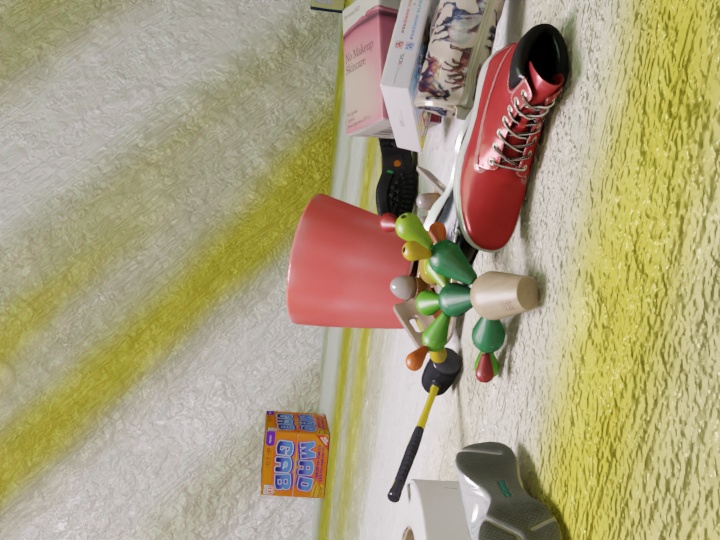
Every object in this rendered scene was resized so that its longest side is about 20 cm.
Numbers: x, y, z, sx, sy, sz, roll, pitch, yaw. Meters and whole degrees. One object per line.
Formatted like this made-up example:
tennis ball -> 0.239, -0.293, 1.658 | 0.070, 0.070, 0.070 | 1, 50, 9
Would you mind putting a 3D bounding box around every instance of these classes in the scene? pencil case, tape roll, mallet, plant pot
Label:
pencil case -> 0.116, -0.259, 0.907 | 0.089, 0.076, 0.205 | -167, 92, -73
tape roll -> 0.084, 0.342, 0.940 | 0.202, 0.069, 0.208 | -175, 90, -83
mallet -> 0.075, 0.178, 1.001 | 0.067, 0.040, 0.202 | 109, -174, -47
plant pot -> 0.000, 0.000, 1.270 | 0.200, 0.173, 0.205 | 12, -90, -79

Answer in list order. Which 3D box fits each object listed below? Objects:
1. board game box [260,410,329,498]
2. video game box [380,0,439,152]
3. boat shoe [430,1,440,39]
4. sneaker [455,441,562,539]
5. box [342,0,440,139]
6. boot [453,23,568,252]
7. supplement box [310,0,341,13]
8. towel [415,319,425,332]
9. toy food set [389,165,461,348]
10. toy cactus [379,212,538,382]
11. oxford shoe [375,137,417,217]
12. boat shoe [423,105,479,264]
board game box -> -0.209, 0.574, 2.640 | 0.200, 0.195, 0.205 | -126, 42, -79
video game box -> 0.078, -0.287, 1.150 | 0.200, 0.046, 0.187 | 59, -139, -73
boat shoe -> 0.120, -0.305, 1.052 | 0.201, 0.074, 0.075 | 108, 170, -63
sneaker -> 0.129, 0.229, 0.721 | 0.201, 0.069, 0.082 | -98, 0, -72
box -> 0.046, -0.318, 1.307 | 0.127, 0.107, 0.205 | -8, 84, 62
boot -> 0.142, -0.118, 0.783 | 0.144, 0.071, 0.205 | -165, 83, -81
supplement box -> -0.116, -1.139, 3.219 | 0.201, 0.131, 0.204 | 108, 165, -62
towel -> 0.105, 0.001, 1.182 | 0.144, 0.022, 0.205 | -103, 20, -70
toy food set -> 0.082, -0.017, 1.078 | 0.144, 0.059, 0.205 | -121, 36, -66
toy cactus -> 0.099, 0.028, 0.825 | 0.164, 0.101, 0.204 | -8, 107, 55
oxford shoe -> 0.067, -0.154, 1.462 | 0.085, 0.071, 0.205 | 67, -154, -69
boat shoe -> 0.129, -0.095, 0.902 | 0.060, 0.075, 0.204 | 37, 122, 35
